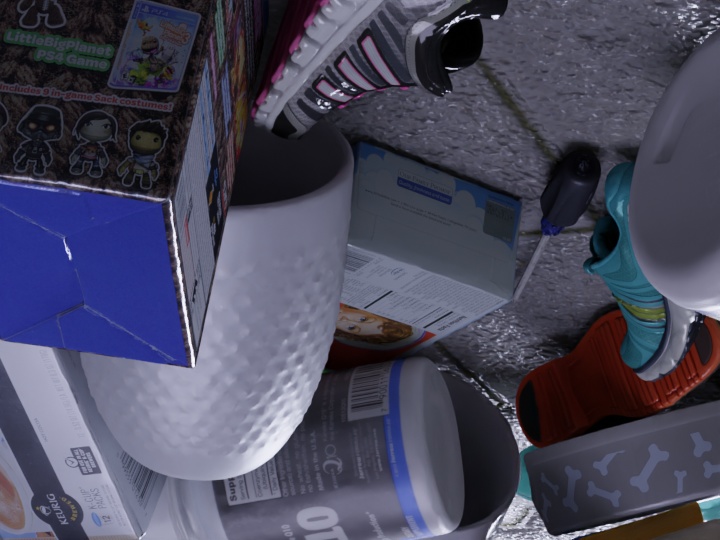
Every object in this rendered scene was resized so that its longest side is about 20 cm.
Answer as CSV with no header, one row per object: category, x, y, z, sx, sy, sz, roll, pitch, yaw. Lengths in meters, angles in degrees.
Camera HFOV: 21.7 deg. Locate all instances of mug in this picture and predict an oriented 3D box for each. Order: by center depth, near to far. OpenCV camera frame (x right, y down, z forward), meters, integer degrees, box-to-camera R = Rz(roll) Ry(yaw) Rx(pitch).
mug,-0.081,0.002,1.032,0.146,0.201,0.177,6,118,1
mug,0.041,0.171,1.414,0.148,0.199,0.176,43,139,19

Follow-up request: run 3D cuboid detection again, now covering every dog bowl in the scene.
dog bowl,0.207,0.135,1.293,0.198,0.059,0.200,-13,170,-2

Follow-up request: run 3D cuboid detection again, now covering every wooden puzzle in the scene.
wooden puzzle,0.164,0.194,1.291,0.183,0.038,0.200,-16,174,-7

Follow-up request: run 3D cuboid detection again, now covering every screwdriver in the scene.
screwdriver,0.110,-0.015,1.122,0.028,0.029,0.201,11,151,-3

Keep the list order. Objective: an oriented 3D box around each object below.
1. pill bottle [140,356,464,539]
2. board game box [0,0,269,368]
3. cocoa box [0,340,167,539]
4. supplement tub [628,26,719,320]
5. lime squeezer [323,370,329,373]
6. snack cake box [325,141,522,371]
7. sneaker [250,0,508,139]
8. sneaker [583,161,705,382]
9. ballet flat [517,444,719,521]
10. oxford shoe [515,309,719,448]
pill bottle,-0.041,0.126,1.202,0.198,0.115,0.114,-11,152,14
board game box,-0.105,-0.085,0.834,0.096,0.202,0.160,8,152,3
cocoa box,-0.200,0.047,1.115,0.130,0.134,0.201,-5,127,19
supplement tub,0.246,-0.025,0.906,0.198,0.147,0.145,20,155,-22
lime squeezer,-0.036,0.087,1.410,0.070,0.038,0.200,6,157,10
snack cake box,0.000,0.000,1.162,0.114,0.068,0.200,18,156,-23
sneaker,0.011,-0.110,0.898,0.087,0.074,0.200,23,149,-13
sneaker,0.172,-0.004,1.104,0.079,0.078,0.201,23,154,15
ballet flat,0.209,0.145,1.428,0.198,0.068,0.071,7,132,7
oxford shoe,0.186,0.066,1.261,0.072,0.072,0.200,-7,167,-34
